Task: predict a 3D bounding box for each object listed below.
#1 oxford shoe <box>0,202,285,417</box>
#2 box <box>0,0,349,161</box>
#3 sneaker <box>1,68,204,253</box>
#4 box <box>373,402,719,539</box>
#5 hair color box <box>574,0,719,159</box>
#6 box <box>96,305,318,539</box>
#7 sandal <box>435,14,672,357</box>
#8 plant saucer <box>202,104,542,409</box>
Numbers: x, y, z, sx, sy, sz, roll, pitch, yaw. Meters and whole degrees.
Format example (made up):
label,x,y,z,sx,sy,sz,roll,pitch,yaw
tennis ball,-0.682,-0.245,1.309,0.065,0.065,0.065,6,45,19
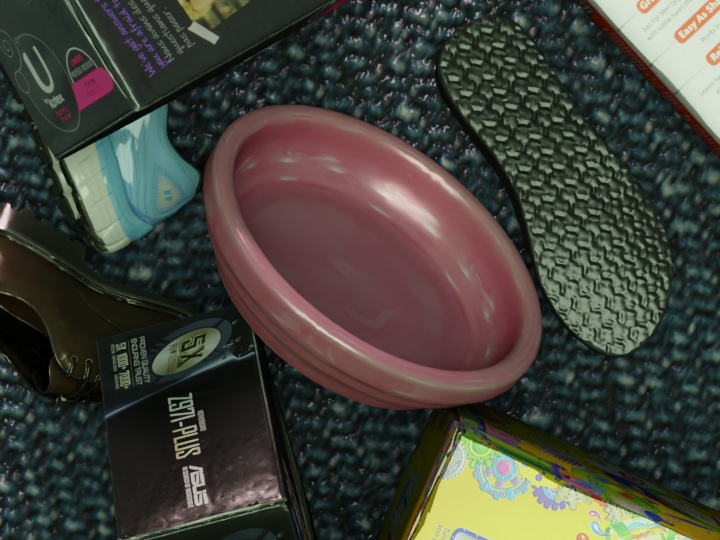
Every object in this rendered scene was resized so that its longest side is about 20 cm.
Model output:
label,x,y,z,sx,sy,sz,roll,pitch,yaw
oxford shoe,-0.136,0.050,1.560,0.199,0.085,0.073,27,136,-2
box,-0.084,-0.155,1.500,0.200,0.122,0.106,-32,94,-27
sneaker,-0.143,-0.115,1.575,0.090,0.078,0.201,-23,99,-17
box,0.109,0.162,1.521,0.192,0.200,0.123,24,93,-1
hair color box,0.210,-0.118,1.574,0.101,0.061,0.200,-42,94,2
box,-0.066,0.149,1.498,0.086,0.164,0.201,-14,125,0
sandal,0.109,-0.046,1.589,0.075,0.048,0.201,-26,80,-4
plant saucer,0.000,0.000,1.527,0.200,0.201,0.051,36,122,-3
